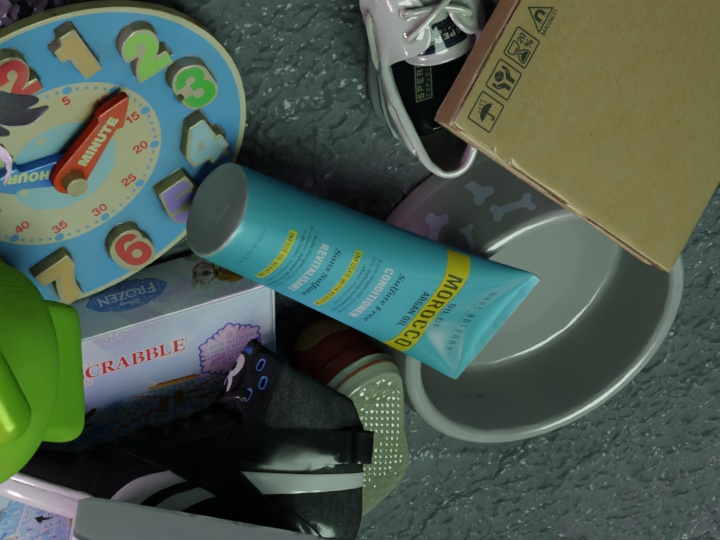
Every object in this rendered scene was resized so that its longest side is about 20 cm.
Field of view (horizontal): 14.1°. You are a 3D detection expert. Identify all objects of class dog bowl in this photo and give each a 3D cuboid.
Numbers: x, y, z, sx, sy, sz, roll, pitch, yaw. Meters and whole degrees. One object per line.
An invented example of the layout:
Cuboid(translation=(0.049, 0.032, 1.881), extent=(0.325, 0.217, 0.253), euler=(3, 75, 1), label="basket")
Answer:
Cuboid(translation=(0.095, 0.015, 1.655), extent=(0.199, 0.059, 0.201), euler=(-16, 136, -16), label="dog bowl")

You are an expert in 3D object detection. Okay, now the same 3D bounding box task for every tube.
Cuboid(translation=(0.000, 0.000, 1.536), extent=(0.199, 0.051, 0.077), euler=(22, 123, -36), label="tube")

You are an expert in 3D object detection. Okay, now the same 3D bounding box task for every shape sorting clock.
Cuboid(translation=(-0.148, -0.053, 1.459), extent=(0.199, 0.039, 0.201), euler=(-16, 136, -16), label="shape sorting clock")

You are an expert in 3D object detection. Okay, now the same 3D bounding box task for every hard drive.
Cuboid(translation=(-0.092, 0.167, 1.547), extent=(0.131, 0.027, 0.200), euler=(10, 159, -5), label="hard drive")

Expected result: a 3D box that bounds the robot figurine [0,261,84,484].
Cuboid(translation=(-0.226, 0.046, 1.403), extent=(0.175, 0.117, 0.199), euler=(-10, 167, 42), label="robot figurine")

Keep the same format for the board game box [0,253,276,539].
Cuboid(translation=(-0.142, 0.091, 1.598), extent=(0.199, 0.041, 0.200), euler=(-16, 136, -17), label="board game box")

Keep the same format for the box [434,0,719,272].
Cuboid(translation=(0.147, -0.123, 1.493), extent=(0.163, 0.021, 0.201), euler=(32, 84, -30), label="box")

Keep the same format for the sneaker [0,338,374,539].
Cuboid(translation=(-0.092, 0.086, 1.550), extent=(0.199, 0.073, 0.113), euler=(12, 87, -8), label="sneaker")

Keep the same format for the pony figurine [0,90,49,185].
Cuboid(translation=(-0.251, -0.076, 1.293), extent=(0.193, 0.167, 0.201), euler=(35, 94, -9), label="pony figurine")

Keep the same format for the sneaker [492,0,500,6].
Cuboid(translation=(0.127, -0.118, 1.532), extent=(0.070, 0.080, 0.200), euler=(-33, 137, 5), label="sneaker")

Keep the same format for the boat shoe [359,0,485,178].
Cuboid(translation=(0.031, -0.130, 1.472), extent=(0.072, 0.066, 0.201), euler=(-18, 137, -15), label="boat shoe")

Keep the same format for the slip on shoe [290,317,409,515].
Cuboid(translation=(-0.014, 0.093, 1.667), extent=(0.074, 0.061, 0.200), euler=(-29, 153, -19), label="slip on shoe")
